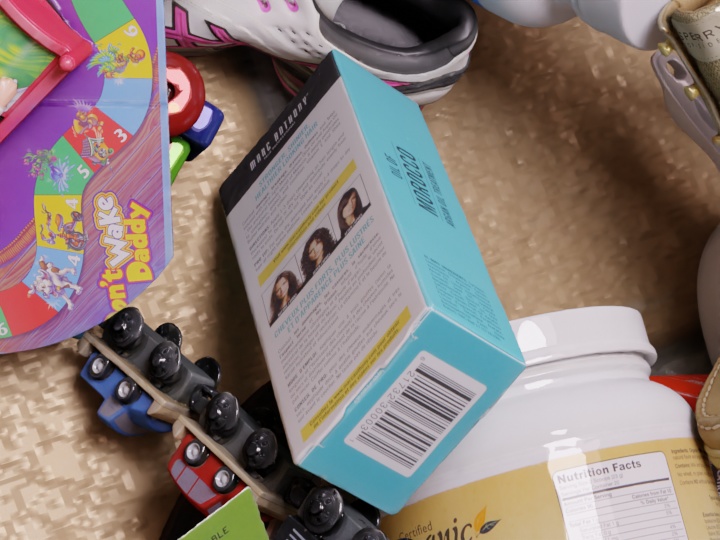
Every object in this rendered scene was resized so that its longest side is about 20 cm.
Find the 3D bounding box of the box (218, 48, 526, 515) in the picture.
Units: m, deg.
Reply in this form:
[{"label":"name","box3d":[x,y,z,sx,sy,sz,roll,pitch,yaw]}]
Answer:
[{"label":"box","box3d":[0.000,0.000,1.031,0.049,0.082,0.200,30,22,-27]}]

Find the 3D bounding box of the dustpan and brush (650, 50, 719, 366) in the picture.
[{"label":"dustpan and brush","box3d":[0.186,-0.014,1.206,0.200,0.057,0.140,49,59,-3]}]

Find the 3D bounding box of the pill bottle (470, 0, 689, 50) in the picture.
[{"label":"pill bottle","box3d":[0.058,-0.170,1.116,0.200,0.113,0.112,33,53,31]}]

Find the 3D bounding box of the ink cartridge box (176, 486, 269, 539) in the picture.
[{"label":"ink cartridge box","box3d":[-0.044,0.203,0.932,0.148,0.076,0.201,-35,127,-21]}]

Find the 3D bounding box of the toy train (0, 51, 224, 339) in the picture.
[{"label":"toy train","box3d":[-0.165,-0.066,1.048,0.199,0.085,0.116,30,78,-9]}]

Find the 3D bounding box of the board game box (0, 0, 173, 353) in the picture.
[{"label":"board game box","box3d":[-0.152,-0.058,0.982,0.157,0.039,0.201,2,108,8]}]

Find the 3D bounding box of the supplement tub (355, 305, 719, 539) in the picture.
[{"label":"supplement tub","box3d":[0.079,0.127,1.052,0.144,0.144,0.201,-7,75,-28]}]

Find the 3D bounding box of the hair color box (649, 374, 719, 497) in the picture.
[{"label":"hair color box","box3d":[0.214,0.097,1.161,0.199,0.061,0.102,-1,97,-27]}]

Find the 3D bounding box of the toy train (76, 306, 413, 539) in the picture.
[{"label":"toy train","box3d":[-0.048,0.074,1.012,0.034,0.200,0.046,25,101,-49]}]

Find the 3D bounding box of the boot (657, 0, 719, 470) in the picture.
[{"label":"boot","box3d":[0.163,-0.034,1.051,0.200,0.073,0.156,-50,117,-33]}]

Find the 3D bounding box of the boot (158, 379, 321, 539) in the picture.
[{"label":"boot","box3d":[-0.031,0.144,1.048,0.097,0.075,0.201,36,58,-32]}]

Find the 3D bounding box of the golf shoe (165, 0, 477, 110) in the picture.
[{"label":"golf shoe","box3d":[-0.045,-0.124,1.113,0.199,0.092,0.073,17,66,-19]}]
